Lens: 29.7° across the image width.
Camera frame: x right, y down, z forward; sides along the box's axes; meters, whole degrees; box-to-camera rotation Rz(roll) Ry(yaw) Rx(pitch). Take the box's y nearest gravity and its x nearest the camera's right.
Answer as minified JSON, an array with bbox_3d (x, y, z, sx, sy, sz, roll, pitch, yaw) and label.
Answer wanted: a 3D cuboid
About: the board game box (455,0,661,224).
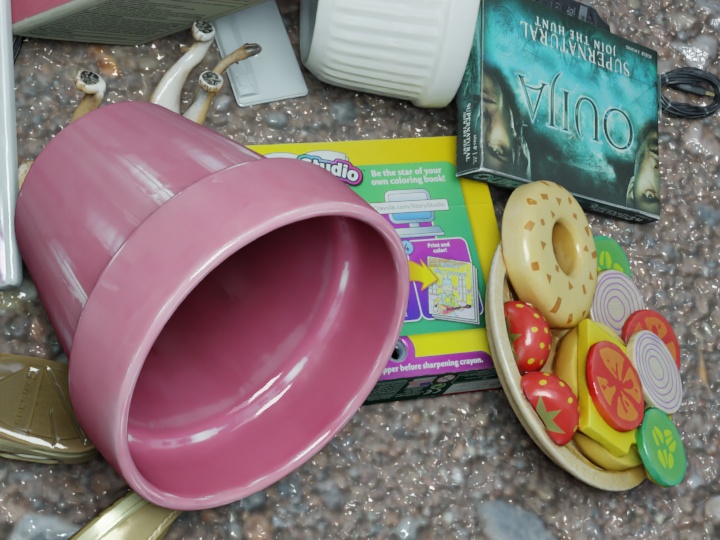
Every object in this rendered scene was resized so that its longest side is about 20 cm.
[{"bbox_3d":[0.148,-0.117,0.986,0.198,0.028,0.137,10,76,-40],"label":"board game box"}]

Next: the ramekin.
[{"bbox_3d":[0.017,-0.217,0.947,0.104,0.201,0.203,3,66,-8],"label":"ramekin"}]

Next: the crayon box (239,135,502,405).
[{"bbox_3d":[0.000,0.000,0.921,0.197,0.058,0.175,-4,68,-22],"label":"crayon box"}]

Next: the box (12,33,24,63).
[{"bbox_3d":[-0.292,-0.210,0.910,0.156,0.050,0.202,19,63,-11],"label":"box"}]

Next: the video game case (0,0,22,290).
[{"bbox_3d":[-0.298,-0.083,0.815,0.179,0.024,0.203,-4,83,-3],"label":"video game case"}]

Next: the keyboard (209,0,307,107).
[{"bbox_3d":[-0.095,-0.214,1.008,0.056,0.011,0.202,-11,72,-29],"label":"keyboard"}]

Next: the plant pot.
[{"bbox_3d":[-0.100,0.002,0.771,0.199,0.202,0.179,-28,51,-28],"label":"plant pot"}]

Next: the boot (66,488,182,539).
[{"bbox_3d":[-0.125,0.222,0.771,0.155,0.073,0.200,44,62,3],"label":"boot"}]

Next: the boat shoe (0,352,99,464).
[{"bbox_3d":[-0.245,0.072,0.796,0.198,0.065,0.072,22,60,-9],"label":"boat shoe"}]

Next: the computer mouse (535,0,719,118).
[{"bbox_3d":[0.205,-0.165,1.085,0.198,0.034,0.059,20,71,-19],"label":"computer mouse"}]

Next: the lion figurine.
[{"bbox_3d":[-0.150,-0.082,0.886,0.199,0.123,0.072,-26,63,-42],"label":"lion figurine"}]

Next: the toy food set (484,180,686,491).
[{"bbox_3d":[0.157,0.051,0.922,0.197,0.048,0.202,34,45,-34],"label":"toy food set"}]

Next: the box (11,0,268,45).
[{"bbox_3d":[-0.126,-0.221,0.860,0.127,0.198,0.111,-6,87,-53],"label":"box"}]
